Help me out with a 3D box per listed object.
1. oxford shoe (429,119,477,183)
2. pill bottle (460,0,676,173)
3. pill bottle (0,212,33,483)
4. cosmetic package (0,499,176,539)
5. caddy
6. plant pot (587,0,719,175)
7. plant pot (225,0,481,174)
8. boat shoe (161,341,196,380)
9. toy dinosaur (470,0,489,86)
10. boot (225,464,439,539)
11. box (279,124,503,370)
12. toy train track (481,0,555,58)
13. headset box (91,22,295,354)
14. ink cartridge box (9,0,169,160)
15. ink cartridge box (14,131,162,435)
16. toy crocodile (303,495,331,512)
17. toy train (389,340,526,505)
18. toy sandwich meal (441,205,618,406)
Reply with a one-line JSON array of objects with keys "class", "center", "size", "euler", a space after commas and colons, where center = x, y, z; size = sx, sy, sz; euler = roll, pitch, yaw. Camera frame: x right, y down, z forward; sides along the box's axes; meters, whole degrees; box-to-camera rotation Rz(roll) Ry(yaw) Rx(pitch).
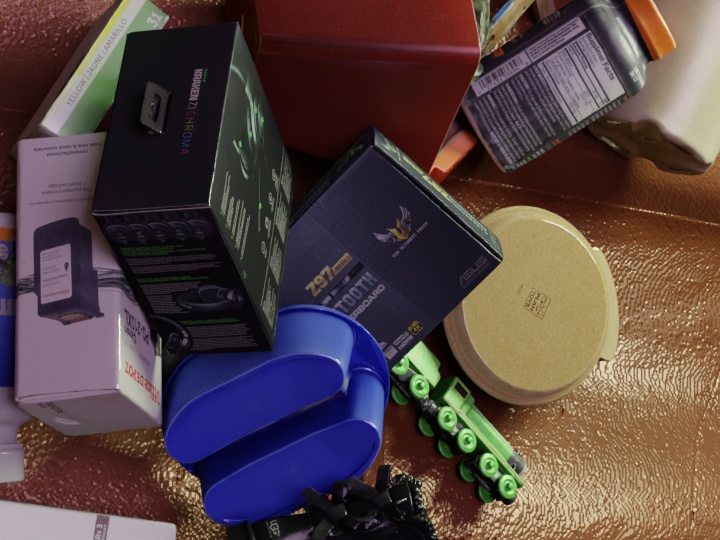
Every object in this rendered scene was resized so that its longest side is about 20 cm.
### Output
[{"class": "oxford shoe", "center": [0.020, -0.084, 1.448], "size": [0.073, 0.071, 0.200], "euler": [47, 56, 4]}, {"class": "pill bottle", "center": [0.193, -0.185, 1.475], "size": [0.199, 0.106, 0.107], "euler": [-31, 100, 9]}, {"class": "pill bottle", "center": [-0.302, 0.062, 1.210], "size": [0.111, 0.112, 0.203], "euler": [-1, 84, -29]}, {"class": "cosmetic package", "center": [-0.253, 0.238, 1.230], "size": [0.198, 0.081, 0.115], "euler": [11, 80, -29]}, {"class": "caddy", "center": [-0.070, 0.115, 1.292], "size": [0.198, 0.105, 0.142], "euler": [-26, 112, 9]}, {"class": "plant pot", "center": [0.316, -0.204, 1.567], "size": [0.199, 0.200, 0.185], "euler": [28, 81, -23]}, {"class": "plant pot", "center": [-0.019, -0.211, 1.352], "size": [0.174, 0.200, 0.202], "euler": [-1, 63, -14]}, {"class": "boat shoe", "center": [-0.143, -0.006, 1.332], "size": [0.066, 0.074, 0.202], "euler": [19, 83, -38]}, {"class": "toy dinosaur", "center": [0.089, -0.241, 1.489], "size": [0.048, 0.087, 0.202], "euler": [49, 47, -47]}, {"class": "boot", "center": [-0.016, 0.245, 1.287], "size": [0.160, 0.200, 0.074], "euler": [-15, 48, -5]}, {"class": "box", "center": [0.000, 0.000, 1.359], "size": [0.157, 0.051, 0.200], "euler": [40, 107, -18]}, {"class": "toy train track", "center": [0.139, -0.257, 1.543], "size": [0.200, 0.032, 0.115], "euler": [-49, 147, -17]}, {"class": "headset box", "center": [-0.122, -0.063, 1.199], "size": [0.091, 0.201, 0.176], "euler": [-3, 56, 12]}, {"class": "ink cartridge box", "center": [-0.203, -0.160, 1.246], "size": [0.048, 0.199, 0.147], "euler": [35, 67, -16]}, {"class": "ink cartridge box", "center": [-0.207, 0.015, 1.221], "size": [0.083, 0.145, 0.203], "euler": [-4, 74, 6]}, {"class": "toy crocodile", "center": [-0.039, 0.191, 1.369], "size": [0.067, 0.062, 0.203], "euler": [-6, 86, -30]}, {"class": "toy train", "center": [0.085, 0.135, 1.462], "size": [0.200, 0.042, 0.057], "euler": [49, 53, -15]}, {"class": "toy sandwich meal", "center": [0.155, 0.032, 1.503], "size": [0.203, 0.070, 0.208], "euler": [3, 84, -25]}]
